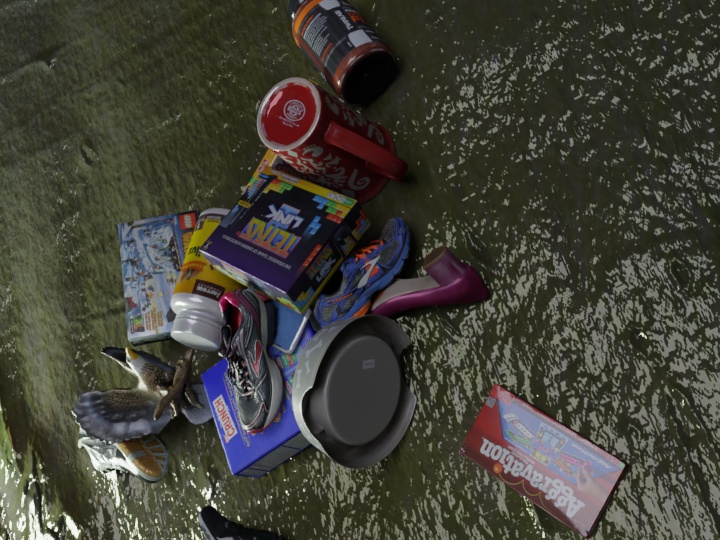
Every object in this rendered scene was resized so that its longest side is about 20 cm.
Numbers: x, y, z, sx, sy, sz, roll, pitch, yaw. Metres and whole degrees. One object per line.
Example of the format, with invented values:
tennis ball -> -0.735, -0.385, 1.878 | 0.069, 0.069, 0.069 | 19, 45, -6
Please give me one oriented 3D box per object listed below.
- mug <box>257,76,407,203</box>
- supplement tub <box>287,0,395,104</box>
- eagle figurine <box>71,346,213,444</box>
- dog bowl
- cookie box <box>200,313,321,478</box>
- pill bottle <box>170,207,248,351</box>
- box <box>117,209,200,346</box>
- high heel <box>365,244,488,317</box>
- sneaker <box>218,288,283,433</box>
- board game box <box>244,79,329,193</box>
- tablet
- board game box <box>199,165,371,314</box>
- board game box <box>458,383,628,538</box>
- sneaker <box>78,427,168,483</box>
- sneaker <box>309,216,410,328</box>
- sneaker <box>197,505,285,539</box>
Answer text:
mug -> -0.034, -0.193, 1.404 | 0.175, 0.199, 0.136 | -10, 70, 27
supplement tub -> -0.037, -0.357, 1.508 | 0.107, 0.107, 0.201 | -43, 60, 12
eagle figurine -> -0.331, 0.178, 1.509 | 0.198, 0.151, 0.154 | -17, 85, 38
dog bowl -> -0.009, 0.156, 1.300 | 0.058, 0.199, 0.203 | 7, 79, 45
cookie box -> -0.119, 0.177, 1.421 | 0.199, 0.075, 0.173 | -34, 59, 17
pill bottle -> -0.222, 0.015, 1.489 | 0.108, 0.109, 0.203 | 2, 65, 30
box -> -0.312, 0.010, 1.572 | 0.134, 0.040, 0.203 | -10, 69, -1
high heel -> 0.082, 0.045, 1.367 | 0.199, 0.096, 0.068 | -37, 19, 31
sneaker -> -0.163, 0.127, 1.366 | 0.080, 0.074, 0.203 | -19, 72, 34
board game box -> -0.099, -0.184, 1.501 | 0.030, 0.095, 0.202 | 35, 95, 32
tablet -> -0.101, 0.009, 1.417 | 0.129, 0.014, 0.202 | 22, 84, 37
board game box -> -0.109, -0.048, 1.379 | 0.198, 0.057, 0.166 | 23, 67, 40
board game box -> 0.228, 0.237, 1.236 | 0.199, 0.019, 0.104 | 30, 94, 33
sneaker -> -0.378, 0.292, 1.555 | 0.199, 0.075, 0.089 | 31, 107, 37
sneaker -> 0.000, 0.000, 1.366 | 0.201, 0.078, 0.075 | -54, 20, -19
sneaker -> -0.150, 0.398, 1.394 | 0.087, 0.076, 0.200 | -42, 59, -8
